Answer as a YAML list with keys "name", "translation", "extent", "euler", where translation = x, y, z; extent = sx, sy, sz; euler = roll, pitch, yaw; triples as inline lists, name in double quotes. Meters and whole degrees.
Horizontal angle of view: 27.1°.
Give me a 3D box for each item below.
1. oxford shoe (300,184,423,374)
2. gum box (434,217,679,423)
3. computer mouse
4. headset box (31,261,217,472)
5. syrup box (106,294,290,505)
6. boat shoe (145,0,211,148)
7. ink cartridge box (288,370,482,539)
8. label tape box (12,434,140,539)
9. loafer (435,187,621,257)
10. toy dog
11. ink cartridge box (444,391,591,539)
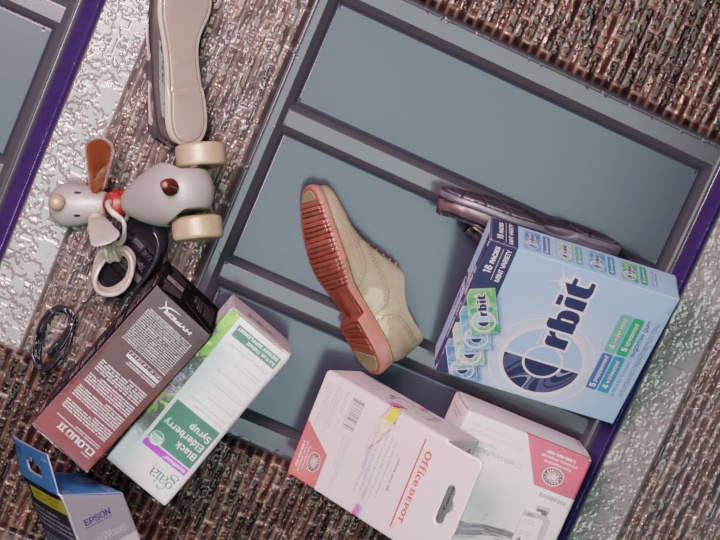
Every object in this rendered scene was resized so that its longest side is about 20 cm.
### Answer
- name: "oxford shoe"
  translation: [0.000, 0.000, 1.512]
  extent: [0.073, 0.071, 0.202]
  euler: [-27, 101, -25]
- name: "gum box"
  translation: [0.194, 0.053, 1.502]
  extent: [0.198, 0.045, 0.171]
  euler: [16, 125, -6]
- name: "computer mouse"
  translation: [-0.262, 0.024, 1.508]
  extent: [0.200, 0.034, 0.059]
  euler: [-46, 78, 12]
- name: "headset box"
  translation: [-0.233, 0.098, 1.461]
  extent: [0.075, 0.149, 0.200]
  euler: [42, 94, -8]
- name: "syrup box"
  translation: [-0.162, 0.129, 1.505]
  extent: [0.079, 0.081, 0.200]
  euler: [40, 94, -9]
- name: "boat shoe"
  translation: [-0.185, -0.221, 1.455]
  extent: [0.066, 0.057, 0.203]
  euler: [-5, 99, -44]
- name: "ink cartridge box"
  translation: [0.037, 0.193, 1.483]
  extent: [0.199, 0.067, 0.118]
  euler: [28, 100, 32]
- name: "label tape box"
  translation: [-0.270, 0.254, 1.483]
  extent: [0.066, 0.143, 0.202]
  euler: [-22, 101, -25]
- name: "loafer"
  translation: [0.165, -0.028, 1.508]
  extent: [0.198, 0.072, 0.064]
  euler: [17, 103, -10]
- name: "toy dog"
  translation: [-0.219, -0.067, 1.425]
  extent: [0.198, 0.096, 0.133]
  euler: [-27, 76, 19]
- name: "ink cartridge box"
  translation: [0.131, 0.249, 1.545]
  extent: [0.145, 0.083, 0.202]
  euler: [22, 98, -7]
